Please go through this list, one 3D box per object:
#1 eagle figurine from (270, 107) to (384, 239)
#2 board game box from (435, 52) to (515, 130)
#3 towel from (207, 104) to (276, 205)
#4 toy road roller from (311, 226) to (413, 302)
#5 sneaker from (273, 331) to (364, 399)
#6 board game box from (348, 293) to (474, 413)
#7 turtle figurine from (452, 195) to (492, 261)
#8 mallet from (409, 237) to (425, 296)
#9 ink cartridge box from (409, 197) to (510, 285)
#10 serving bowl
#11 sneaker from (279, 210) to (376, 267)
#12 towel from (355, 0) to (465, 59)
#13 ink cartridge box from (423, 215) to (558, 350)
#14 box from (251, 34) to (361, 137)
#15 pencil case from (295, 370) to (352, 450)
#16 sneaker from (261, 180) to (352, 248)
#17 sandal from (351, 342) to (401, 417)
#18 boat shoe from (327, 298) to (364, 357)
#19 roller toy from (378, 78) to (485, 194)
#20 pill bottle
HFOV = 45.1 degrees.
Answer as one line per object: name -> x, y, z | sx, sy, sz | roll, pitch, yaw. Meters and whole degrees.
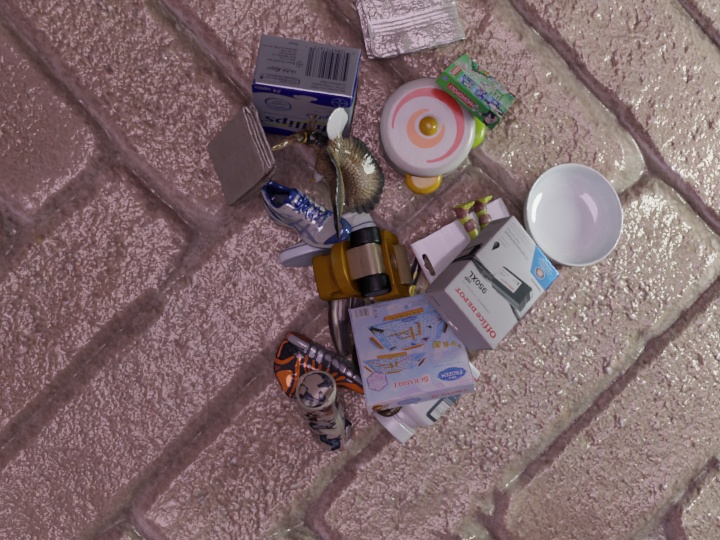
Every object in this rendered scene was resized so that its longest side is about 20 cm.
eagle figurine -> -0.044, -0.180, 1.570 | 0.151, 0.151, 0.200 | -39, 89, -4
board game box -> 0.218, -0.338, 1.618 | 0.134, 0.200, 0.029 | 40, 118, -1
towel -> -0.222, -0.213, 1.619 | 0.034, 0.200, 0.134 | -18, 86, -34
toy road roller -> 0.000, 0.000, 1.615 | 0.145, 0.200, 0.124 | -16, 78, 21
sneaker -> -0.079, 0.212, 1.688 | 0.199, 0.078, 0.113 | 29, 96, 9
board game box -> 0.091, 0.145, 1.588 | 0.198, 0.041, 0.201 | -11, 58, 0
turtle figurine -> 0.240, -0.055, 1.634 | 0.199, 0.064, 0.163 | -18, 93, -21
mallet -> 0.108, 0.039, 1.700 | 0.065, 0.041, 0.201 | 24, 87, 1
ink cartridge box -> 0.206, -0.049, 1.691 | 0.199, 0.050, 0.110 | -27, 92, 1
serving bowl -> 0.401, -0.102, 1.673 | 0.198, 0.066, 0.202 | 2, 81, -13
sneaker -> -0.068, -0.066, 1.688 | 0.198, 0.073, 0.071 | -20, 69, -2
towel -> 0.096, -0.493, 1.692 | 0.198, 0.034, 0.134 | -13, 91, 0
ink cartridge box -> 0.234, 0.024, 1.544 | 0.200, 0.084, 0.145 | -45, 102, -20
box -> -0.099, -0.330, 1.603 | 0.182, 0.200, 0.106 | 9, 74, 0
pencil case -> -0.066, 0.264, 1.623 | 0.089, 0.201, 0.078 | 16, 59, 20
sneaker -> -0.109, -0.106, 1.631 | 0.199, 0.088, 0.076 | 22, 66, 25
sandal -> 0.040, 0.193, 1.636 | 0.081, 0.055, 0.201 | -29, 50, 9
boat shoe -> -0.026, 0.068, 1.679 | 0.073, 0.074, 0.202 | -6, 98, -9
roller toy -> 0.123, -0.263, 1.642 | 0.182, 0.140, 0.200 | 44, 91, 0
pill bottle -> 0.120, 0.227, 1.660 | 0.120, 0.120, 0.200 | 45, 91, -1
